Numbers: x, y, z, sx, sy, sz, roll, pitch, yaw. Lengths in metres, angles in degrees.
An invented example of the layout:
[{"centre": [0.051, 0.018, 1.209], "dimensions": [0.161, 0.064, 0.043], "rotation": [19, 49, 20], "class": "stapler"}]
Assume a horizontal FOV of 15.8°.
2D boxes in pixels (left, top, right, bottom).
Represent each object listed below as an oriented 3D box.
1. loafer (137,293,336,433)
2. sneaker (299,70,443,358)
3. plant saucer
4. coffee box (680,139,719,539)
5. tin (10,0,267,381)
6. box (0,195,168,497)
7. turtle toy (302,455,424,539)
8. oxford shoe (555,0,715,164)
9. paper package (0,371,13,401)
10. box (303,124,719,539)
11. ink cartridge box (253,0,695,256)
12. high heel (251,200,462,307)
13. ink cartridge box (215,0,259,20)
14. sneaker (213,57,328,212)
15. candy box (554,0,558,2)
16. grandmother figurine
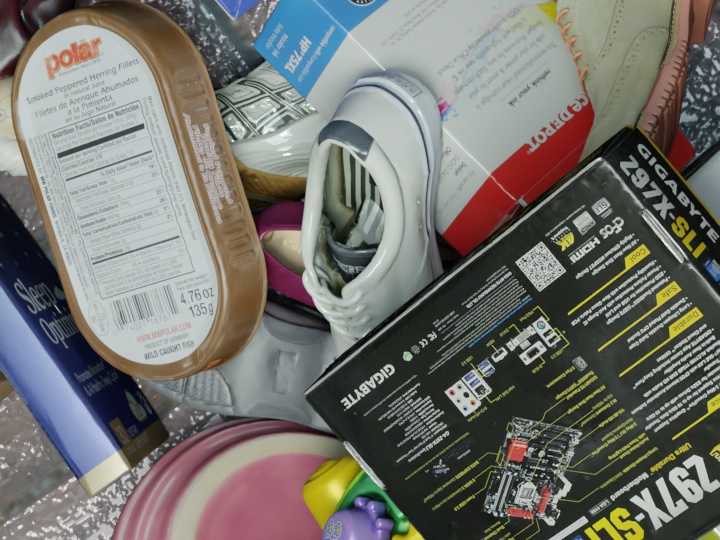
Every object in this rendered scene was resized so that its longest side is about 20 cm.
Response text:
[{"centre": [-0.051, 0.046, 1.399], "dimensions": [0.200, 0.063, 0.072], "rotation": [18, 94, 12], "class": "loafer"}, {"centre": [0.000, 0.000, 1.281], "dimensions": [0.073, 0.071, 0.200], "rotation": [17, 127, 32], "class": "sneaker"}, {"centre": [-0.032, 0.163, 1.353], "dimensions": [0.200, 0.051, 0.201], "rotation": [8, 60, -14], "class": "plant saucer"}, {"centre": [0.198, 0.052, 1.283], "dimensions": [0.198, 0.200, 0.200], "rotation": [-42, 89, -12], "class": "coffee box"}, {"centre": [-0.116, -0.041, 1.338], "dimensions": [0.112, 0.042, 0.200], "rotation": [-16, 93, 30], "class": "tin"}, {"centre": [-0.178, 0.023, 1.374], "dimensions": [0.032, 0.121, 0.200], "rotation": [-36, 91, 7], "class": "box"}, {"centre": [0.028, 0.153, 1.269], "dimensions": [0.200, 0.101, 0.146], "rotation": [-33, 91, 10], "class": "turtle toy"}, {"centre": [0.127, -0.103, 1.283], "dimensions": [0.074, 0.071, 0.200], "rotation": [15, 55, 9], "class": "oxford shoe"}, {"centre": [-0.279, 0.015, 1.342], "dimensions": [0.103, 0.200, 0.191], "rotation": [-32, 90, 6], "class": "paper package"}, {"centre": [0.095, 0.056, 1.145], "dimensions": [0.160, 0.049, 0.200], "rotation": [48, 122, -2], "class": "box"}, {"centre": [0.059, -0.089, 1.315], "dimensions": [0.200, 0.067, 0.116], "rotation": [46, 54, 5], "class": "ink cartridge box"}, {"centre": [0.035, 0.015, 1.368], "dimensions": [0.199, 0.096, 0.068], "rotation": [15, 94, 3], "class": "high heel"}, {"centre": [-0.072, -0.220, 1.324], "dimensions": [0.094, 0.200, 0.044], "rotation": [-38, 135, 7], "class": "ink cartridge box"}, {"centre": [-0.046, -0.084, 1.391], "dimensions": [0.199, 0.076, 0.088], "rotation": [-5, 71, 7], "class": "sneaker"}, {"centre": [0.156, -0.203, 1.364], "dimensions": [0.200, 0.056, 0.117], "rotation": [-39, 91, 8], "class": "candy box"}, {"centre": [-0.207, -0.145, 1.398], "dimensions": [0.121, 0.061, 0.200], "rotation": [-18, 90, 14], "class": "grandmother figurine"}]
